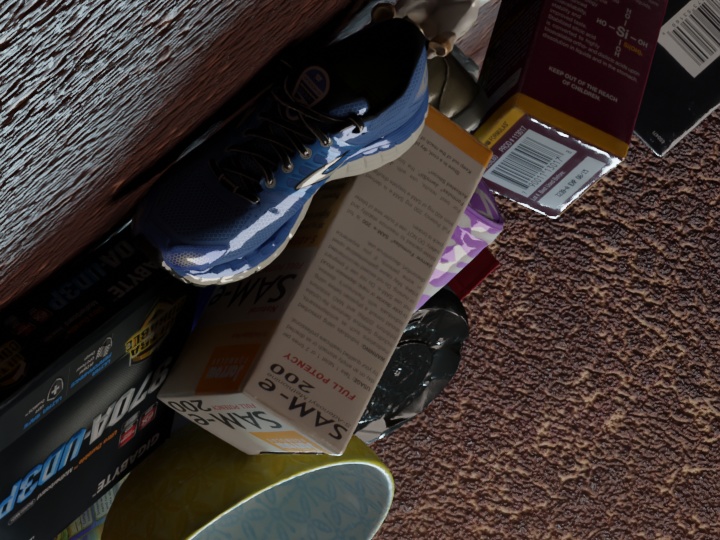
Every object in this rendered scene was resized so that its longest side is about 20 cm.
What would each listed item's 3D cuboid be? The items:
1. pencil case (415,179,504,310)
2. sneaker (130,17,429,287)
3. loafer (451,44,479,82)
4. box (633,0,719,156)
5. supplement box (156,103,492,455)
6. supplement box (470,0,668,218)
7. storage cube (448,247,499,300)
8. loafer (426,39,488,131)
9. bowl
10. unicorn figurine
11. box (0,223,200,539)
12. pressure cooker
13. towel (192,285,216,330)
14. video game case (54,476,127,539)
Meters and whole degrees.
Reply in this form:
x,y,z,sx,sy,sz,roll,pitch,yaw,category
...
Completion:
x,y,z,sx,sy,sz,roll,pitch,yaw,category
0.000,0.000,1.404,0.200,0.085,0.084,-44,-151,15,pencil case
-0.041,-0.071,1.152,0.200,0.079,0.089,-41,161,-27,sneaker
0.044,-0.126,1.577,0.070,0.070,0.200,-50,178,11,loafer
0.246,-0.226,1.680,0.200,0.123,0.199,-41,-155,17,box
-0.022,0.003,1.265,0.126,0.073,0.200,-11,-131,62,supplement box
0.141,-0.152,1.493,0.110,0.085,0.201,-44,-155,61,supplement box
0.003,0.002,2.309,0.200,0.180,0.171,-43,178,37,storage cube
-0.016,-0.088,1.432,0.200,0.070,0.075,-31,-155,-12,loafer
-0.089,0.144,1.402,0.200,0.108,0.200,-26,152,-15,bowl
0.082,-0.177,1.252,0.200,0.074,0.137,-24,-174,24,unicorn figurine
-0.170,0.078,1.238,0.200,0.046,0.159,-41,153,-46,box
-0.032,0.023,1.764,0.176,0.200,0.179,-25,147,-19,pressure cooker
-0.147,0.055,1.415,0.200,0.049,0.148,-34,145,-54,towel
-0.170,0.146,1.489,0.045,0.201,0.181,2,-162,30,video game case
